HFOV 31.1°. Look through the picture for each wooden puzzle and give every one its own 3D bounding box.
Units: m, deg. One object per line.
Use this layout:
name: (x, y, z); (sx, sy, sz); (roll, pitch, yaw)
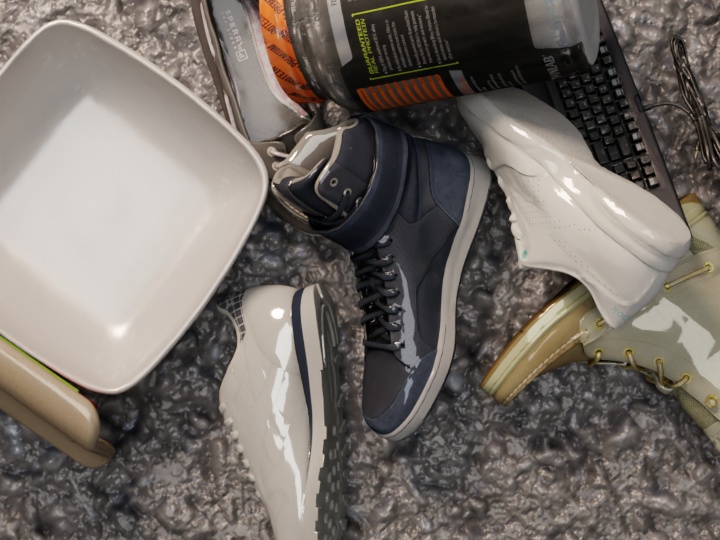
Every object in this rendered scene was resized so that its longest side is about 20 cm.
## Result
wooden puzzle: (-0.231, 0.055, 0.810); (0.184, 0.200, 0.037); (35, 73, 0)

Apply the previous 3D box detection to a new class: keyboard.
keyboard: (0.182, -0.109, 0.880); (0.125, 0.021, 0.202); (-16, 70, -1)

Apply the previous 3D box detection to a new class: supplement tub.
supplement tub: (0.044, -0.169, 0.815); (0.197, 0.122, 0.124); (-7, 88, 18)

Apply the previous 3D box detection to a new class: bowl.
bowl: (-0.177, -0.041, 0.872); (0.199, 0.075, 0.201); (36, 88, 1)

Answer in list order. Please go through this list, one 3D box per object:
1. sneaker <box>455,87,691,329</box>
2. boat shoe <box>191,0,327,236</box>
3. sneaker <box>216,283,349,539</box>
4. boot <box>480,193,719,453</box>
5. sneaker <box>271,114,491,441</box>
sneaker: (0.117, -0.046, 0.839); (0.200, 0.075, 0.089); (49, 126, 33)
boat shoe: (-0.066, -0.117, 0.886); (0.066, 0.057, 0.202); (-24, 89, -2)
sneaker: (-0.054, 0.111, 0.880); (0.079, 0.076, 0.203); (-4, 84, 11)
boot: (0.196, 0.065, 0.878); (0.199, 0.072, 0.155); (-38, 86, -6)
sneaker: (-0.001, -0.001, 0.847); (0.145, 0.076, 0.205); (20, 78, -35)
